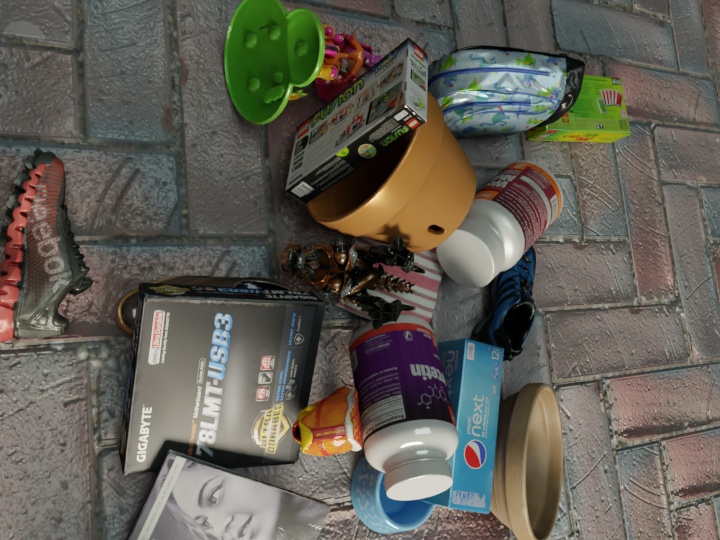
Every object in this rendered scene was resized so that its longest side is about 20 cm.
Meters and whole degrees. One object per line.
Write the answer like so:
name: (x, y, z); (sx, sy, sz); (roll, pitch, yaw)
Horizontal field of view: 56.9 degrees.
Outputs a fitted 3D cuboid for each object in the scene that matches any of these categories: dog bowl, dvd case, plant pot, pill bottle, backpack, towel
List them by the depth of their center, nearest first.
dvd case: (-0.148, 0.295, 0.725); (0.198, 0.016, 0.150); (26, 90, -21)
pill bottle: (0.052, 0.160, 0.793); (0.111, 0.113, 0.202); (9, 50, -26)
plant pot: (0.048, -0.115, 0.814); (0.139, 0.199, 0.202); (31, 67, -32)
dog bowl: (0.070, 0.243, 0.860); (0.111, 0.049, 0.201); (42, 63, -15)
plant pot: (0.203, 0.250, 0.885); (0.200, 0.092, 0.204); (5, 85, -59)
towel: (0.051, -0.021, 0.916); (0.145, 0.030, 0.202); (23, 73, -22)
pill bottle: (0.197, -0.067, 0.939); (0.200, 0.109, 0.110); (-40, 100, -37)
backpack: (0.192, -0.259, 0.967); (0.198, 0.163, 0.156); (15, 88, -18)

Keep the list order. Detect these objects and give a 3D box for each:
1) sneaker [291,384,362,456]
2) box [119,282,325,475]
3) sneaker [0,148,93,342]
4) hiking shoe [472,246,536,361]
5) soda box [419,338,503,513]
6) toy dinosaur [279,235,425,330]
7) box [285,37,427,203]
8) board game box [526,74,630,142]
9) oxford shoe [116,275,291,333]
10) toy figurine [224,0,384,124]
sneaker: (-0.037, 0.167, 0.747); (0.076, 0.200, 0.074); (-6, 78, -1)
box: (-0.150, 0.118, 0.723); (0.196, 0.050, 0.203); (4, 105, -29)
sneaker: (-0.324, -0.022, 0.689); (0.097, 0.071, 0.203); (12, 77, -25)
hiking shoe: (0.228, 0.045, 0.961); (0.074, 0.086, 0.202); (28, 68, -20)
soda box: (0.127, 0.192, 0.834); (0.064, 0.068, 0.203); (16, 73, -24)
toy dinosaur: (0.000, 0.000, 0.807); (0.199, 0.135, 0.104); (-15, 109, -42)
box: (-0.007, -0.169, 0.771); (0.035, 0.199, 0.111); (31, 48, -33)
board game box: (0.361, -0.272, 1.116); (0.198, 0.047, 0.103); (-5, 82, -29)
oxford shoe: (-0.173, 0.034, 0.757); (0.198, 0.073, 0.072); (-7, 83, -29)
toy figurine: (-0.042, -0.263, 0.835); (0.183, 0.199, 0.152); (-10, 100, -41)
